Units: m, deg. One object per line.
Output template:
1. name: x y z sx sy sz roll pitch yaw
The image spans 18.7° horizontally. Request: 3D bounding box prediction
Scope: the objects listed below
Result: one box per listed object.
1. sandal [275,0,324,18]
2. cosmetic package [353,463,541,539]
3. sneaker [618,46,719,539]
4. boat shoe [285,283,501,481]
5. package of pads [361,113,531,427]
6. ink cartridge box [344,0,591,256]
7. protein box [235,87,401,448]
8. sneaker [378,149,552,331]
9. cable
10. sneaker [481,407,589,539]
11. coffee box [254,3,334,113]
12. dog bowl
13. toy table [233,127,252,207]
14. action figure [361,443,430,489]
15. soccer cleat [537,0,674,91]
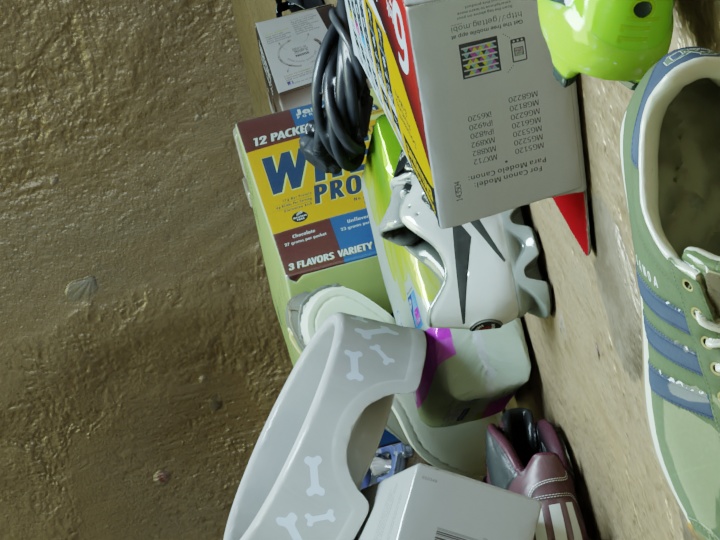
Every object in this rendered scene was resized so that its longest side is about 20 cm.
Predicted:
1. sandal: -0.060 -0.256 2.195 0.200 0.043 0.076 -114 12 -62
2. cosmetic package: 0.031 0.189 1.340 0.200 0.085 0.108 139 147 -73
3. sneaker: 0.129 0.017 0.747 0.090 0.067 0.200 76 -177 -79
4. boat shoe: 0.027 0.081 1.591 0.202 0.072 0.060 42 165 -22
5. package of pads: 0.056 0.000 1.493 0.155 0.068 0.200 107 149 -77
6. ink cartridge box: 0.050 -0.116 1.163 0.200 0.084 0.176 -112 10 -55
7. protein box: 0.000 0.000 1.716 0.200 0.135 0.199 -111 8 -49
8. sneaker: 0.049 -0.057 1.329 0.074 0.088 0.200 85 171 -67
9. cable: 0.001 -0.148 1.497 0.200 0.051 0.163 77 -148 -85
10. sneaker: 0.104 0.148 1.412 0.200 0.076 0.116 148 113 -74
11. coffee box: -0.034 -0.138 2.014 0.113 0.080 0.200 80 174 -45
12. dog bowl: -0.027 0.117 1.412 0.200 0.059 0.200 -63 7 15
13. toy table: -0.052 -0.074 2.188 0.184 0.117 0.200 -127 23 -78
14. action figure: 0.036 0.223 2.128 0.200 0.105 0.194 -18 80 60
15. soccer cleat: 0.084 -0.155 0.878 0.200 0.067 0.081 -110 26 -45
